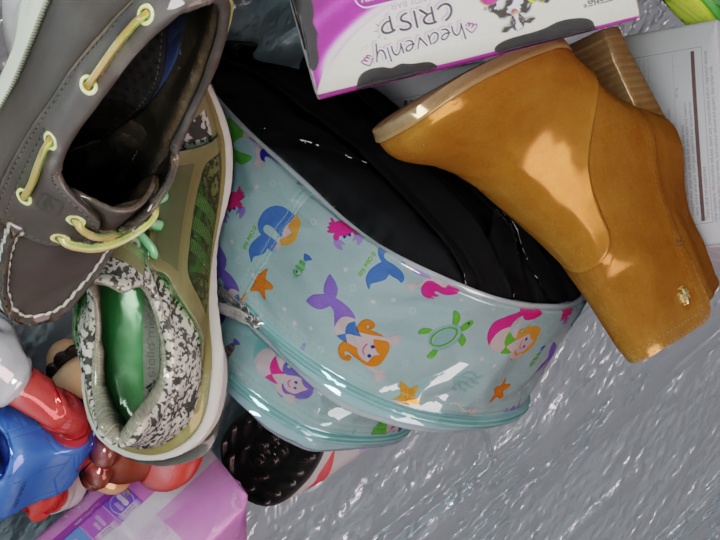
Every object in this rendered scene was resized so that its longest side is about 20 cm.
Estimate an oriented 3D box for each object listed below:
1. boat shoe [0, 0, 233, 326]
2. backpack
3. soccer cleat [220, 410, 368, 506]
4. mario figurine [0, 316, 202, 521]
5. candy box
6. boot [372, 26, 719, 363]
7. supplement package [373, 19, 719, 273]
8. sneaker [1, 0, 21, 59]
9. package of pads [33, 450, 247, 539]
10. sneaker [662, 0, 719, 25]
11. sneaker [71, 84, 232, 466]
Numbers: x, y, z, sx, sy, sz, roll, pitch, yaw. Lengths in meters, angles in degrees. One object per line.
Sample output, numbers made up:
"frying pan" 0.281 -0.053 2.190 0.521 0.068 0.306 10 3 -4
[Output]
"boat shoe" -0.100 -0.045 0.799 0.071 0.061 0.202 -14 144 -35
"backpack" 0.000 0.000 1.036 0.177 0.199 0.152 1 118 -57
"soccer cleat" 0.007 0.060 1.183 0.200 0.068 0.073 -37 175 34
"mario figurine" -0.161 0.071 1.017 0.199 0.123 0.107 -18 92 -38
"candy box" 0.038 -0.125 0.949 0.200 0.135 0.062 -92 168 -80
"boot" 0.094 -0.026 0.961 0.070 0.145 0.201 -23 178 36
"supplement package" 0.117 -0.052 1.137 0.109 0.199 0.115 10 76 -58
"sneaker" -0.111 -0.157 0.810 0.075 0.116 0.201 -18 143 -30
"package of pads" -0.142 0.180 1.111 0.200 0.076 0.121 -42 159 -22
"sneaker" 0.161 -0.170 1.053 0.083 0.074 0.200 -35 158 22
"sneaker" -0.094 -0.013 0.928 0.089 0.076 0.202 -22 106 -84
